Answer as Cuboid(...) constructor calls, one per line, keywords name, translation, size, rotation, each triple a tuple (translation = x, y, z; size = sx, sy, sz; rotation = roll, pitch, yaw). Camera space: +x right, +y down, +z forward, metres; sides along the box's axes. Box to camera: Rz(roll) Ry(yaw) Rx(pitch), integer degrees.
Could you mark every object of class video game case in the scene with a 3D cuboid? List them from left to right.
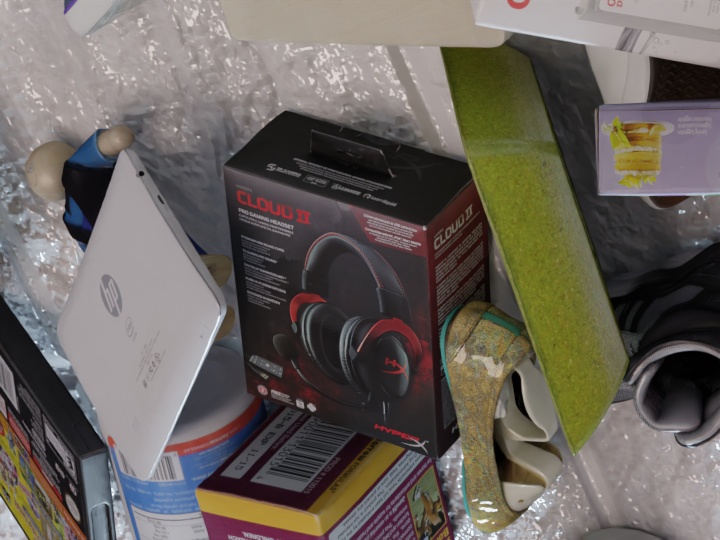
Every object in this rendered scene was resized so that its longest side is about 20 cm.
Cuboid(name="video game case", translation=(-0.218, 0.141, 1.940), size=(0.200, 0.025, 0.181), rotation=(48, 149, 46))

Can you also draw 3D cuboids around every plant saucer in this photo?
Cuboid(name="plant saucer", translation=(0.101, -0.029, 1.555), size=(0.048, 0.200, 0.200), rotation=(-19, 115, 5))

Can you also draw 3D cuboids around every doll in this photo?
Cuboid(name="doll", translation=(-0.152, -0.032, 1.776), size=(0.200, 0.048, 0.137), rotation=(38, 141, 43))

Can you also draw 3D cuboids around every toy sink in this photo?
Cuboid(name="toy sink", translation=(0.015, -0.206, 1.507), size=(0.200, 0.112, 0.130), rotation=(5, 125, 40))

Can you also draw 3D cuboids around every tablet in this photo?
Cuboid(name="tablet", translation=(-0.142, 0.030, 1.730), size=(0.130, 0.014, 0.200), rotation=(57, 145, 24))

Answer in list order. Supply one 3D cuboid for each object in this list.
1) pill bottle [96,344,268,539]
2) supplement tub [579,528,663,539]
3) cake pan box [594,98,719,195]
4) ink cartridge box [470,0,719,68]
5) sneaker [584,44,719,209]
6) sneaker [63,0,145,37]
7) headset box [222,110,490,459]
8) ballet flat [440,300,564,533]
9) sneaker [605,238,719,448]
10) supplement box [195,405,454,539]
Cuboid(name="pill bottle", translation=(-0.105, 0.160, 1.879), size=(0.112, 0.112, 0.200), rotation=(9, 127, 31))
Cuboid(name="supplement tub", translation=(0.135, 0.267, 1.716), size=(0.144, 0.200, 0.145), rotation=(20, 132, 24))
Cuboid(name="cake pan box", translation=(0.245, -0.066, 1.394), size=(0.184, 0.200, 0.052), rotation=(3, 96, 35))
Cuboid(name="ink cartridge box", translation=(0.161, -0.181, 1.357), size=(0.200, 0.083, 0.147), rotation=(9, 118, -5))
Cuboid(name="sneaker", translation=(0.156, -0.128, 1.509), size=(0.085, 0.073, 0.200), rotation=(47, 155, 45))
Cuboid(name="sneaker", translation=(-0.155, -0.245, 1.636), size=(0.146, 0.081, 0.200), rotation=(51, 141, 4))
Cuboid(name="headset box", translation=(0.000, 0.000, 1.702), size=(0.149, 0.075, 0.200), rotation=(18, 131, 27))
Cuboid(name="ballet flat", translation=(0.093, 0.101, 1.702), size=(0.071, 0.071, 0.200), rotation=(17, 140, 26))
Cuboid(name="sneaker", translation=(0.167, 0.053, 1.585), size=(0.075, 0.114, 0.200), rotation=(46, 137, -13))
Cuboid(name="supplement box", translation=(-0.013, 0.194, 1.824), size=(0.103, 0.131, 0.200), rotation=(8, 126, 34))
